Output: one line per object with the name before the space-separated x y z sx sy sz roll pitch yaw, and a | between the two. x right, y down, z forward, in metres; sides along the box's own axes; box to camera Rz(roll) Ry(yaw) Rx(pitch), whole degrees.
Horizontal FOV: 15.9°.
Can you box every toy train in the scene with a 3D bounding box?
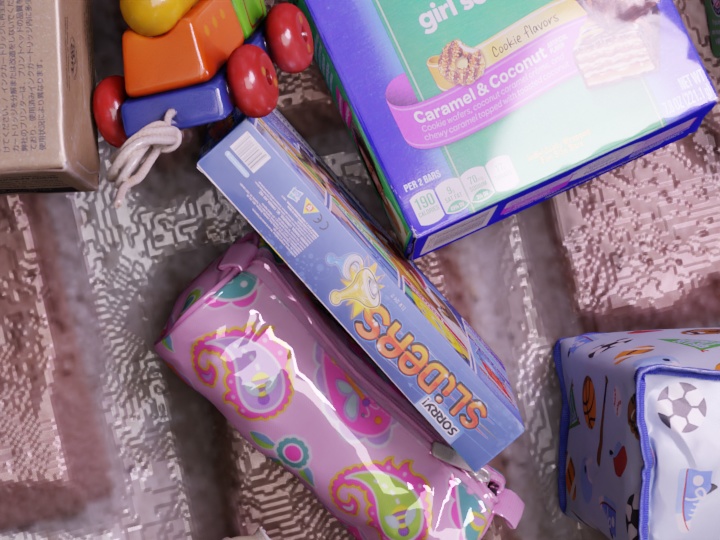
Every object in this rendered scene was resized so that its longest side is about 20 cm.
toy train | -0.092 -0.116 1.165 0.084 0.200 0.116 -12 108 17

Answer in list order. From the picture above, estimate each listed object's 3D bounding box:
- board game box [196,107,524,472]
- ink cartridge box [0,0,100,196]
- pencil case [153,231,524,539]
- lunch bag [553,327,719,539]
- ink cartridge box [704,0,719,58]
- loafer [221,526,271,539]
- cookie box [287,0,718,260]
board game box | 0.000 0.000 1.268 0.034 0.135 0.200 -41 98 7
ink cartridge box | -0.209 -0.133 1.187 0.164 0.075 0.201 -3 84 7
pencil case | -0.011 0.073 1.295 0.200 0.087 0.087 44 85 -7
lunch bag | 0.213 0.091 1.294 0.199 0.170 0.125 -3 97 -11
ink cartridge box | 0.216 -0.214 1.291 0.084 0.146 0.201 -12 94 -8
loafer | 0.006 0.194 1.315 0.068 0.076 0.200 -47 109 -6
cookie box | 0.058 -0.133 1.282 0.170 0.075 0.201 -24 82 -8
